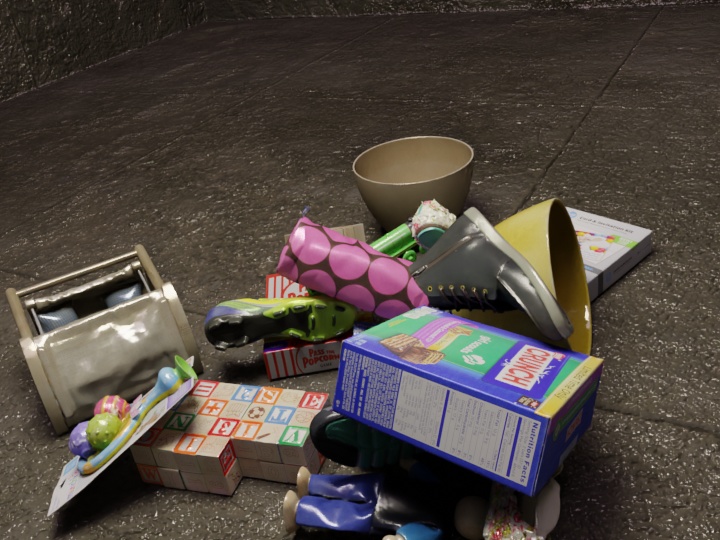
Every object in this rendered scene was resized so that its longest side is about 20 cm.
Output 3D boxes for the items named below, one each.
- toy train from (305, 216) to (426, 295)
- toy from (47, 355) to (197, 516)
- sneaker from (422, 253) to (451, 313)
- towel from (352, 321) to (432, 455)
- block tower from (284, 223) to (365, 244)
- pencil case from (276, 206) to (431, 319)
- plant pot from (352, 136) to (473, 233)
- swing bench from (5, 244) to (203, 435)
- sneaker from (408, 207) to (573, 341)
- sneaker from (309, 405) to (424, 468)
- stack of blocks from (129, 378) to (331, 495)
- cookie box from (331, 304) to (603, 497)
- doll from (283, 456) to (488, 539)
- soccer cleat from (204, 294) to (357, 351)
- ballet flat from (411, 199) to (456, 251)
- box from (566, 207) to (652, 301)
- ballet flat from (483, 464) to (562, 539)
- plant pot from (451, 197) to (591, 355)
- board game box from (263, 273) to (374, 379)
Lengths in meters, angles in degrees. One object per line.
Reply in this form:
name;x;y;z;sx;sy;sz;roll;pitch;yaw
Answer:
toy train;0.014;-0.009;0.974;0.199;0.057;0.042;-33;35;-12
toy;-0.272;0.165;0.796;0.199;0.047;0.115;-38;17;-4
sneaker;0.118;0.002;1.030;0.074;0.087;0.200;5;31;27
towel;0.060;0.131;0.838;0.143;0.024;0.201;1;40;-2
block tower;-0.054;-0.037;1.103;0.054;0.058;0.199;-12;7;-27
pencil case;0.000;0.000;0.900;0.198;0.091;0.094;24;9;2
plant pot;0.093;-0.125;1.205;0.198;0.136;0.201;-7;29;4
swing bench;-0.348;0.084;0.975;0.198;0.131;0.200;-23;33;-23
sneaker;0.133;0.027;0.757;0.106;0.075;0.200;-40;41;6
sneaker;0.033;0.149;0.753;0.198;0.075;0.088;2;24;-24
stack of blocks;-0.140;0.188;0.808;0.198;0.059;0.115;2;32;19
cookie box;0.103;0.107;0.670;0.198;0.076;0.171;17;18;29
doll;0.031;0.227;0.702;0.198;0.049;0.137;1;22;17
soccer cleat;-0.103;0.055;0.928;0.198;0.065;0.084;-7;27;2
ballet flat;0.143;-0.031;0.976;0.075;0.200;0.064;-26;43;29
box;0.312;-0.023;1.065;0.199;0.042;0.155;-29;36;-33
ballet flat;0.158;0.201;0.665;0.064;0.076;0.201;-42;13;30
plant pot;0.191;0.024;0.888;0.141;0.201;0.200;-10;26;27
board game box;-0.058;0.064;1.011;0.150;0.047;0.201;-9;30;-1
